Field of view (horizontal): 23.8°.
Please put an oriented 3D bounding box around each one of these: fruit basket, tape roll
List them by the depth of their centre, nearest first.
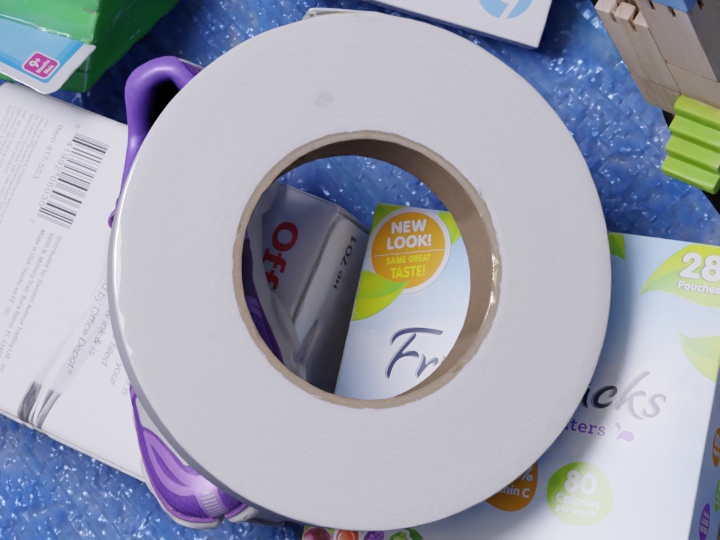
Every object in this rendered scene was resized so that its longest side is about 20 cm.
[{"bbox_3d":[0.000,0.000,0.671,0.201,0.037,0.205,2,82,-11],"label":"tape roll"},{"bbox_3d":[-0.189,-0.178,0.840,0.199,0.185,0.094,31,132,4],"label":"fruit basket"}]

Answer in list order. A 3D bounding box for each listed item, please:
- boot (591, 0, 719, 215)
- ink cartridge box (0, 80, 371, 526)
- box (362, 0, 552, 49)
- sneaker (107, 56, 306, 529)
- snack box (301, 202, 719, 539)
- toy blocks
[{"bbox_3d":[0.164,-0.080,0.742,0.075,0.074,0.201,-25,65,6],"label":"boot"},{"bbox_3d":[-0.105,0.015,0.811,0.199,0.086,0.147,21,84,23],"label":"ink cartridge box"},{"bbox_3d":[0.034,-0.220,0.783,0.155,0.041,0.202,16,98,-4],"label":"box"},{"bbox_3d":[-0.077,0.007,0.711,0.080,0.083,0.202,-13,73,17],"label":"sneaker"},{"bbox_3d":[0.070,0.082,0.734,0.167,0.068,0.202,7,77,23],"label":"snack box"},{"bbox_3d":[0.150,-0.150,0.654,0.100,0.137,0.201,27,80,33],"label":"toy blocks"}]
